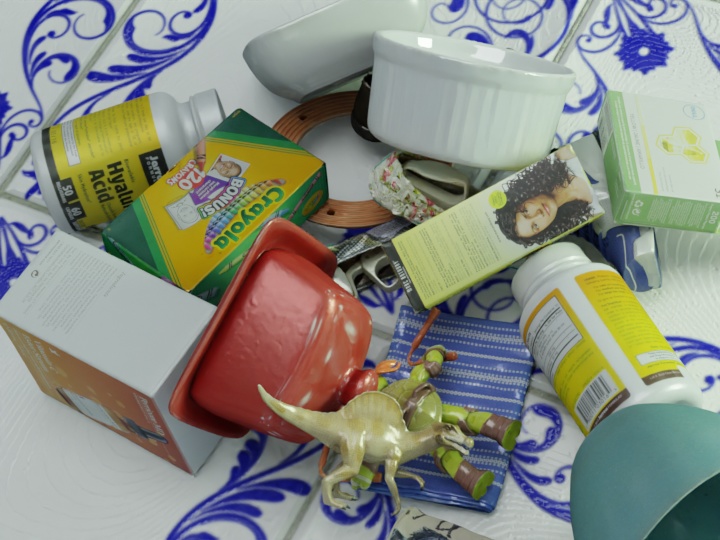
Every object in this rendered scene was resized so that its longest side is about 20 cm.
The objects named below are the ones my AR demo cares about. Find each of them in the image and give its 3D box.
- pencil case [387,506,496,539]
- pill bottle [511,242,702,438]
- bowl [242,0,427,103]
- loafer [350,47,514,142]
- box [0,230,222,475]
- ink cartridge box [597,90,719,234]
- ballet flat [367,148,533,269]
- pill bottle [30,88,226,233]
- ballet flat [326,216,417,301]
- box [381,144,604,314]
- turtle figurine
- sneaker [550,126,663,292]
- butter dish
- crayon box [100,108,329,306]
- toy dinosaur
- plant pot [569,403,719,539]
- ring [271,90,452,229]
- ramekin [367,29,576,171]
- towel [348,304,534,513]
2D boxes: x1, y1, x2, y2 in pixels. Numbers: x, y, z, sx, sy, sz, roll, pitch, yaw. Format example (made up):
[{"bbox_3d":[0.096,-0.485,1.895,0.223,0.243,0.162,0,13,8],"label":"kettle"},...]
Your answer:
[{"bbox_3d":[0.110,0.273,1.516,0.198,0.079,0.089,20,37,24],"label":"pencil case"},{"bbox_3d":[0.216,0.071,1.612,0.108,0.110,0.201,-27,55,-6],"label":"pill bottle"},{"bbox_3d":[-0.020,-0.233,1.845,0.198,0.200,0.075,-22,92,-4],"label":"bowl"},{"bbox_3d":[0.085,-0.189,1.828,0.198,0.072,0.073,-20,49,-14],"label":"loafer"},{"bbox_3d":[-0.222,0.077,1.682,0.199,0.153,0.107,24,64,27],"label":"box"},{"bbox_3d":[0.328,-0.095,1.678,0.197,0.048,0.147,7,44,-8],"label":"ink cartridge box"},{"bbox_3d":[0.102,-0.059,1.705,0.198,0.064,0.076,22,44,-6],"label":"ballet flat"},{"bbox_3d":[-0.231,-0.119,1.843,0.198,0.112,0.112,-19,54,1],"label":"pill bottle"},{"bbox_3d":[0.000,0.000,1.735,0.198,0.072,0.072,-24,54,-3],"label":"ballet flat"},{"bbox_3d":[0.123,-0.037,1.651,0.199,0.050,0.076,-29,85,6],"label":"box"},{"bbox_3d":[0.062,0.126,1.613,0.160,0.065,0.201,26,63,24],"label":"turtle figurine"},{"bbox_3d":[0.220,-0.054,1.722,0.114,0.081,0.201,-16,47,6],"label":"sneaker"},{"bbox_3d":[-0.050,0.080,1.596,0.147,0.200,0.201,28,87,20],"label":"butter dish"},{"bbox_3d":[-0.138,-0.054,1.729,0.118,0.059,0.200,33,62,25],"label":"crayon box"},{"bbox_3d":[-0.006,0.153,1.548,0.198,0.058,0.102,12,93,-13],"label":"toy dinosaur"},{"bbox_3d":[0.250,0.189,1.478,0.199,0.201,0.135,-33,48,-11],"label":"plant pot"},{"bbox_3d":[-0.004,-0.112,1.823,0.198,0.019,0.202,-2,47,2],"label":"ring"},{"bbox_3d":[0.101,-0.162,1.708,0.199,0.200,0.099,17,105,23],"label":"ramekin"},{"bbox_3d":[0.079,0.125,1.660,0.143,0.024,0.202,8,59,17],"label":"towel"}]
